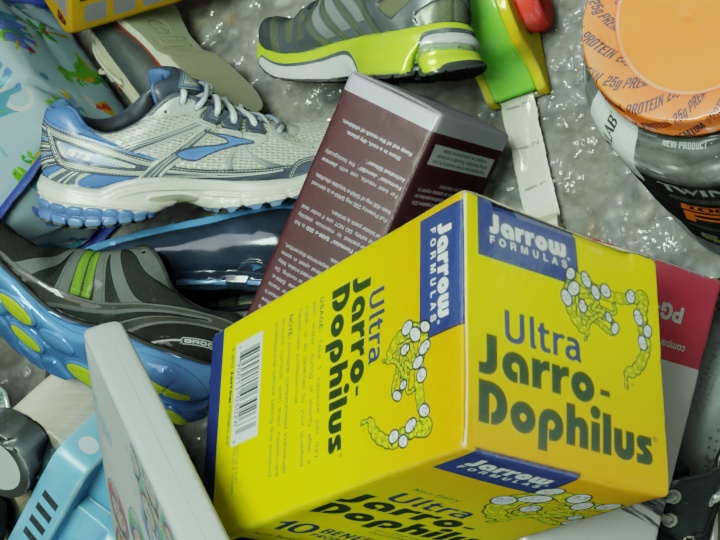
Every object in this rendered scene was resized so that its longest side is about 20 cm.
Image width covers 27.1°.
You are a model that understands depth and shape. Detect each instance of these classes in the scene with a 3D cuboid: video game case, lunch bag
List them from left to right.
[{"bbox_3d":[-0.259,-0.067,0.989,0.200,0.127,0.170,-46,62,21],"label":"lunch bag"},{"bbox_3d":[-0.085,0.152,0.701,0.024,0.182,0.200,-15,39,-18],"label":"video game case"}]

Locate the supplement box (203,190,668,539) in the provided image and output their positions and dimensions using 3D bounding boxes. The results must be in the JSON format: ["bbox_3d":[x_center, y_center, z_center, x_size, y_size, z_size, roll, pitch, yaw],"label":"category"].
[{"bbox_3d":[0.026,0.061,0.663,0.200,0.109,0.110,-30,52,49],"label":"supplement box"}]

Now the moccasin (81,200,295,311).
[{"bbox_3d":[-0.115,0.012,0.914,0.199,0.080,0.068,-16,73,23],"label":"moccasin"}]

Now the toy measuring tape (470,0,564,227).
[{"bbox_3d":[0.080,-0.116,0.858,0.073,0.074,0.201,-16,69,22],"label":"toy measuring tape"}]

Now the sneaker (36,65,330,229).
[{"bbox_3d":[-0.093,-0.079,0.879,0.199,0.077,0.085,-9,104,-14],"label":"sneaker"}]

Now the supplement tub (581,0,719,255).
[{"bbox_3d":[0.182,-0.083,0.723,0.122,0.200,0.123,-8,72,25],"label":"supplement tub"}]

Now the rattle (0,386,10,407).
[{"bbox_3d":[-0.303,0.060,0.982,0.200,0.130,0.143,-37,20,32],"label":"rattle"}]

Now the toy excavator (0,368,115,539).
[{"bbox_3d":[-0.124,0.131,0.867,0.200,0.100,0.195,37,128,3],"label":"toy excavator"}]

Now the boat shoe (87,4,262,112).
[{"bbox_3d":[-0.141,-0.138,0.977,0.200,0.071,0.063,46,123,26],"label":"boat shoe"}]

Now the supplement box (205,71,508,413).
[{"bbox_3d":[0.000,0.000,0.819,0.061,0.109,0.200,27,99,23],"label":"supplement box"}]

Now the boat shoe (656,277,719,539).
[{"bbox_3d":[0.156,0.096,0.764,0.075,0.060,0.201,17,84,29],"label":"boat shoe"}]

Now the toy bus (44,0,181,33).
[{"bbox_3d":[-0.105,-0.219,0.943,0.200,0.078,0.065,-22,59,-24],"label":"toy bus"}]

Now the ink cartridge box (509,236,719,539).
[{"bbox_3d":[0.081,0.085,0.751,0.145,0.084,0.201,11,85,60],"label":"ink cartridge box"}]

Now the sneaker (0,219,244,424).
[{"bbox_3d":[-0.149,0.020,0.861,0.199,0.071,0.083,24,52,23],"label":"sneaker"}]

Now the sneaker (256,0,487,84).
[{"bbox_3d":[0.004,-0.149,0.870,0.200,0.074,0.081,9,99,54],"label":"sneaker"}]
